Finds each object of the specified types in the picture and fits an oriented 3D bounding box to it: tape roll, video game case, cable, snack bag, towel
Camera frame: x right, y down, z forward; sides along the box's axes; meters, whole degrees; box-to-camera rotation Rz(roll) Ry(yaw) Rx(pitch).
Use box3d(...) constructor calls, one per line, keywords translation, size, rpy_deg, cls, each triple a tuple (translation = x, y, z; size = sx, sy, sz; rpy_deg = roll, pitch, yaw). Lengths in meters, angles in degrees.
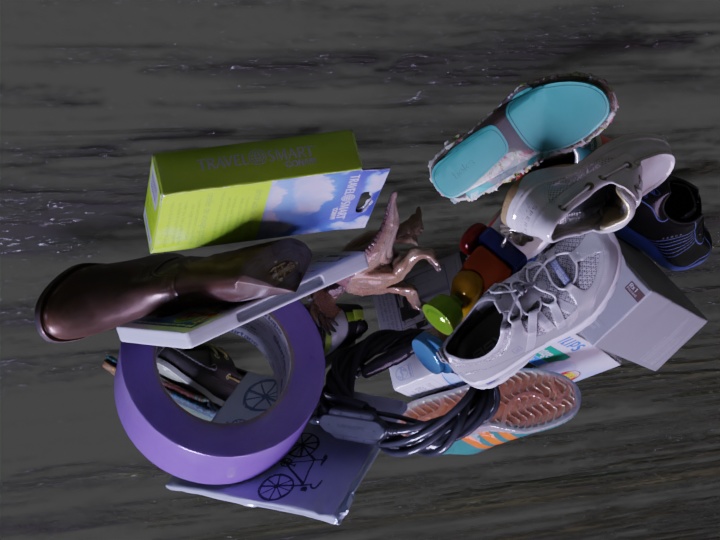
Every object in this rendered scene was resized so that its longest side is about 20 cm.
box3d(translation=(-0.138, 0.101, 1.597), size=(0.199, 0.201, 0.085), rpy_deg=(-7, 158, -16), cls="tape roll")
box3d(translation=(-0.109, 0.024, 1.511), size=(0.200, 0.018, 0.143), rpy_deg=(-24, -166, -31), cls="video game case")
box3d(translation=(0.055, 0.117, 1.620), size=(0.199, 0.163, 0.051), rpy_deg=(2, 126, 33), cls="cable")
box3d(translation=(-0.069, 0.176, 1.652), size=(0.199, 0.189, 0.021), rpy_deg=(7, 127, 24), cls="snack bag")
box3d(translation=(-0.190, 0.151, 1.817), size=(0.146, 0.022, 0.200), rpy_deg=(21, 166, 21), cls="towel")

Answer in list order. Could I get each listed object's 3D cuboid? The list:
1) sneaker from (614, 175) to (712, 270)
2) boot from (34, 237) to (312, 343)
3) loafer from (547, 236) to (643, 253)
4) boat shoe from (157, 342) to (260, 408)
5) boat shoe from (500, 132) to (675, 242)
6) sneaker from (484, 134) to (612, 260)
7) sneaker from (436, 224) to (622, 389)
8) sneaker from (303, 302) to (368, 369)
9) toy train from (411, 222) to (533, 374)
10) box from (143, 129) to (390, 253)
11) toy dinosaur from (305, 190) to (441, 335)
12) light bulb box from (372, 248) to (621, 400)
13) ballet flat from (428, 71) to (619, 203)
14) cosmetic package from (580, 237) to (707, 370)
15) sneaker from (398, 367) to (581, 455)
box3d(translation=(0.329, -0.051, 1.694), size=(0.078, 0.070, 0.200), rpy_deg=(-21, 157, 33), cls="sneaker")
box3d(translation=(-0.161, 0.016, 1.440), size=(0.200, 0.064, 0.186), rpy_deg=(-2, -162, 39), cls="boot")
box3d(translation=(0.236, -0.038, 1.701), size=(0.072, 0.063, 0.200), rpy_deg=(-46, 153, 14), cls="loafer")
box3d(translation=(-0.167, 0.112, 1.796), size=(0.072, 0.061, 0.201), rpy_deg=(23, 170, 33), cls="boat shoe")
box3d(translation=(0.215, -0.064, 1.438), size=(0.200, 0.069, 0.071), rpy_deg=(-23, 137, -33), cls="boat shoe")
box3d(translation=(0.167, -0.076, 1.562), size=(0.093, 0.071, 0.200), rpy_deg=(24, 140, -33), cls="sneaker")
box3d(translation=(0.154, 0.034, 1.477), size=(0.200, 0.075, 0.082), rpy_deg=(-47, 148, 16), cls="sneaker")
box3d(translation=(-0.037, 0.079, 1.749), size=(0.083, 0.072, 0.200), rpy_deg=(-10, 170, -16), cls="sneaker")
box3d(translation=(0.105, 0.013, 1.537), size=(0.116, 0.085, 0.200), rpy_deg=(-41, 157, -24), cls="toy train")
box3d(translation=(-0.085, -0.069, 1.429), size=(0.199, 0.048, 0.122), rpy_deg=(-8, 158, -15), cls="box")
box3d(translation=(0.000, 0.000, 1.593), size=(0.135, 0.086, 0.200), rpy_deg=(-10, 158, -10), cls="toy dinosaur")
box3d(translation=(0.150, 0.061, 1.777), size=(0.200, 0.125, 0.198), rpy_deg=(-23, 156, 21), cls="light bulb box")
box3d(translation=(0.144, -0.124, 1.437), size=(0.200, 0.076, 0.064), rpy_deg=(-25, -173, 34), cls="ballet flat")
box3d(translation=(0.264, 0.028, 1.651), size=(0.090, 0.107, 0.200), rpy_deg=(-47, 151, 15), cls="cosmetic package")
box3d(translation=(0.138, 0.153, 1.743), size=(0.199, 0.072, 0.080), rpy_deg=(-11, 163, 8), cls="sneaker")
